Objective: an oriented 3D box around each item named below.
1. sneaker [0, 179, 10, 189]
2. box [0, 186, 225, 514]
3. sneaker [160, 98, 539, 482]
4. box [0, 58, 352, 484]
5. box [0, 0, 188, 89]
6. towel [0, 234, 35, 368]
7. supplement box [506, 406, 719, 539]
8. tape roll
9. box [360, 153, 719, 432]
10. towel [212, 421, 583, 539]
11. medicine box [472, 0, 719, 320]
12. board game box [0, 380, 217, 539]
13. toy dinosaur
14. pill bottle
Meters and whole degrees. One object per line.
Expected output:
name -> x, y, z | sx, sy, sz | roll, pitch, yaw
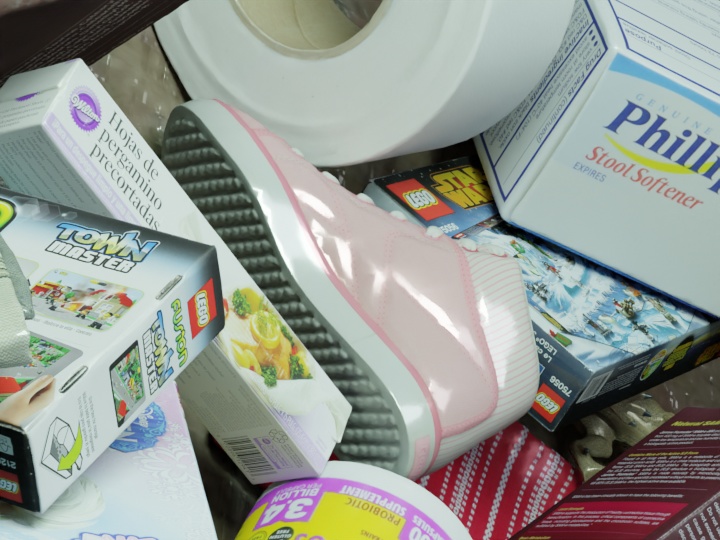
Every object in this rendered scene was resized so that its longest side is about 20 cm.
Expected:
sneaker -> -0.156, 0.004, 1.096 | 0.200, 0.086, 0.078 | -23, 87, -52
box -> -0.157, 0.010, 0.955 | 0.110, 0.200, 0.035 | -45, 141, -44
sneaker -> 0.000, 0.000, 1.242 | 0.105, 0.075, 0.200 | -19, 60, -35
box -> -0.074, 0.004, 1.133 | 0.200, 0.041, 0.039 | 52, 44, -29
box -> -0.173, -0.148, 1.102 | 0.200, 0.164, 0.166 | -23, 87, -52
towel -> -0.210, 0.008, 0.913 | 0.193, 0.200, 0.035 | -120, -162, -55
supplement box -> 0.122, 0.131, 1.265 | 0.200, 0.109, 0.061 | -33, 104, -29
tape roll -> -0.002, -0.147, 1.267 | 0.071, 0.202, 0.203 | -12, 78, -51
box -> 0.092, 0.001, 1.354 | 0.137, 0.040, 0.200 | 42, 26, 18
towel -> 0.022, 0.085, 1.304 | 0.200, 0.022, 0.145 | 45, 42, -22
medicine box -> 0.149, -0.078, 1.393 | 0.182, 0.103, 0.200 | 24, 26, -22
board game box -> -0.150, 0.078, 0.936 | 0.199, 0.041, 0.200 | 6, 17, -12
toy dinosaur -> 0.118, 0.064, 1.401 | 0.200, 0.058, 0.101 | 33, 16, -15
pill bottle -> -0.028, 0.173, 1.129 | 0.104, 0.104, 0.200 | 49, 40, -17
